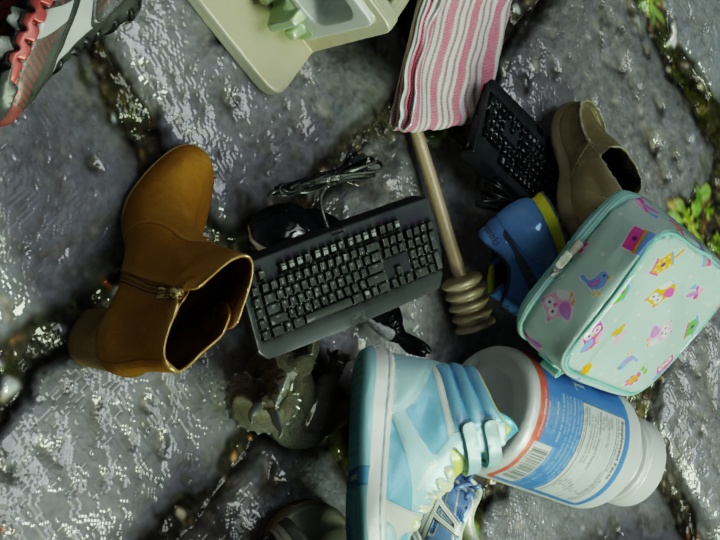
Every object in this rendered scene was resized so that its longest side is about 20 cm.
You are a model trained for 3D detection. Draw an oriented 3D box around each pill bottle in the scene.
[{"bbox_3d":[0.173,0.144,1.438,0.199,0.112,0.113,23,72,-39],"label":"pill bottle"}]

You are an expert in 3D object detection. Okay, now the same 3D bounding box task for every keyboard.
[{"bbox_3d":[-0.018,-0.021,1.235,0.199,0.021,0.128,-22,95,-41],"label":"keyboard"},{"bbox_3d":[0.155,-0.080,1.456,0.200,0.039,0.105,35,68,-49],"label":"keyboard"}]

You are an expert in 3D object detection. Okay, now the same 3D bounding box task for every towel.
[{"bbox_3d":[0.086,-0.186,1.363,0.200,0.030,0.147,-15,121,-65],"label":"towel"}]

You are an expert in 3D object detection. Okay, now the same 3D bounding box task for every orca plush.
[{"bbox_3d":[0.000,0.000,1.292,0.200,0.071,0.105,46,24,-29],"label":"orca plush"}]

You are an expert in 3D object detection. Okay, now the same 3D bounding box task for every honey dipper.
[{"bbox_3d":[0.068,-0.044,1.411,0.038,0.038,0.201,-25,100,-40],"label":"honey dipper"}]

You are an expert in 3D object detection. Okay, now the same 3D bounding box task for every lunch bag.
[{"bbox_3d":[0.219,0.026,1.386,0.161,0.077,0.200,-50,147,11],"label":"lunch bag"}]

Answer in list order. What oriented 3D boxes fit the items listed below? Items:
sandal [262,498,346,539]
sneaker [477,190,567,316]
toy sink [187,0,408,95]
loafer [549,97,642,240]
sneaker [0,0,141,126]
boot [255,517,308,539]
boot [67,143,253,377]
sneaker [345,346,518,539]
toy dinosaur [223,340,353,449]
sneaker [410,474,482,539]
[{"bbox_3d":[-0.003,0.254,1.310,0.200,0.054,0.082,53,56,-26],"label":"sandal"},{"bbox_3d":[0.148,0.015,1.448,0.078,0.066,0.201,-27,137,-3],"label":"sneaker"},{"bbox_3d":[-0.026,-0.254,1.286,0.131,0.112,0.200,50,57,-27],"label":"toy sink"},{"bbox_3d":[0.212,-0.087,1.461,0.076,0.067,0.201,54,25,-33],"label":"loafer"},{"bbox_3d":[-0.205,-0.178,1.147,0.098,0.071,0.201,34,64,-32],"label":"sneaker"},{"bbox_3d":[-0.090,0.294,1.225,0.153,0.073,0.205,-25,126,-21],"label":"boot"},{"bbox_3d":[-0.119,-0.009,1.165,0.071,0.144,0.202,43,61,-32],"label":"boot"},{"bbox_3d":[0.057,0.161,1.262,0.130,0.080,0.201,3,86,-11],"label":"sneaker"},{"bbox_3d":[-0.053,0.095,1.275,0.200,0.077,0.103,54,53,-63],"label":"toy dinosaur"},{"bbox_3d":[0.057,0.168,1.340,0.076,0.077,0.201,-51,126,-64],"label":"sneaker"}]
